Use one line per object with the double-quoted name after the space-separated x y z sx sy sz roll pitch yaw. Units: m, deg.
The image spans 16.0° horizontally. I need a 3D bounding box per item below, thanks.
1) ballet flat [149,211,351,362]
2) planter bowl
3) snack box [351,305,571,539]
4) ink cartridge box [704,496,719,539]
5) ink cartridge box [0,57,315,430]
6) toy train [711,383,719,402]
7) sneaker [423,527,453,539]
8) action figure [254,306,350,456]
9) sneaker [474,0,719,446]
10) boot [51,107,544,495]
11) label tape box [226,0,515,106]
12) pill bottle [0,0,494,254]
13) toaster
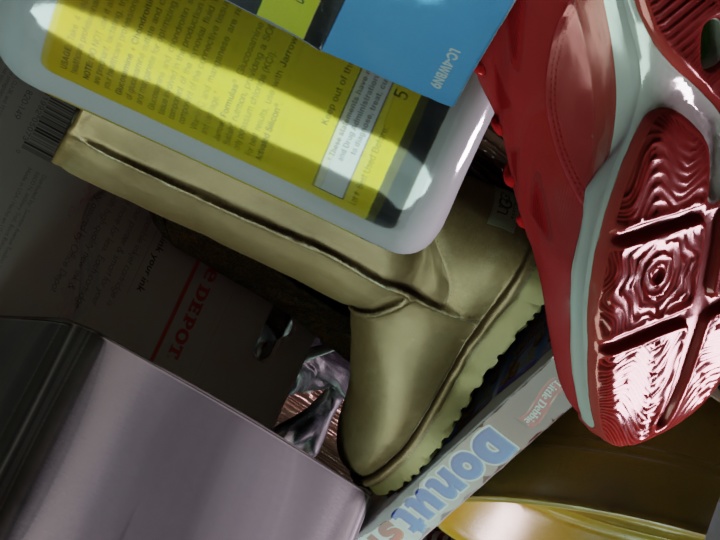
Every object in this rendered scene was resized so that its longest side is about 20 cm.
0.000 0.000 1.124 0.199 0.071 0.071 30 163 -18 "ballet flat"
0.136 0.095 1.151 0.199 0.084 0.200 13 165 4 "planter bowl"
0.044 0.072 1.098 0.024 0.072 0.200 37 132 -8 "snack box"
0.191 0.118 0.968 0.084 0.201 0.144 24 165 -13 "ink cartridge box"
-0.115 -0.009 1.156 0.199 0.117 0.067 29 164 -11 "ink cartridge box"
0.195 0.064 1.090 0.199 0.034 0.046 31 175 -22 "toy train"
0.059 0.186 1.591 0.199 0.072 0.112 9 162 24 "sneaker"
-0.059 0.060 1.322 0.119 0.102 0.200 39 163 -7 "action figure"
0.059 -0.058 0.729 0.078 0.201 0.115 -15 -151 -36 "sneaker"
-0.034 -0.011 1.049 0.199 0.066 0.176 26 125 -11 "boot"
-0.034 -0.143 0.662 0.199 0.066 0.143 26 149 -3 "label tape box"
-0.047 -0.093 0.808 0.199 0.113 0.112 25 164 0 "pill bottle"
-0.114 0.109 1.103 0.180 0.119 0.200 32 164 -27 "toaster"
